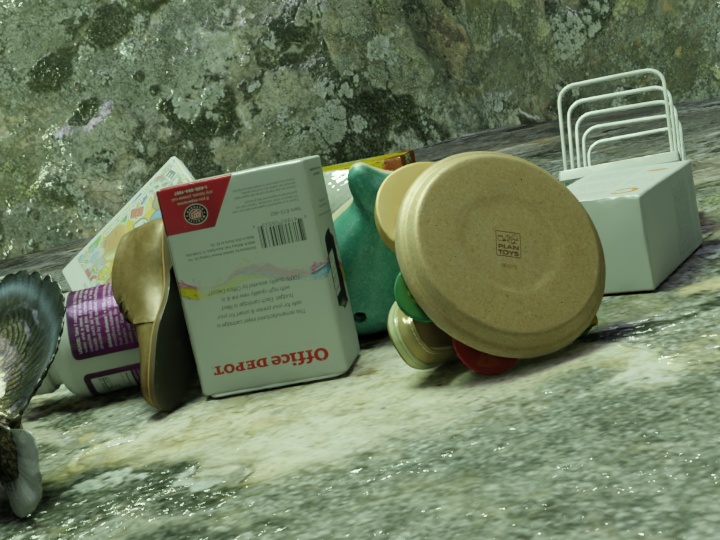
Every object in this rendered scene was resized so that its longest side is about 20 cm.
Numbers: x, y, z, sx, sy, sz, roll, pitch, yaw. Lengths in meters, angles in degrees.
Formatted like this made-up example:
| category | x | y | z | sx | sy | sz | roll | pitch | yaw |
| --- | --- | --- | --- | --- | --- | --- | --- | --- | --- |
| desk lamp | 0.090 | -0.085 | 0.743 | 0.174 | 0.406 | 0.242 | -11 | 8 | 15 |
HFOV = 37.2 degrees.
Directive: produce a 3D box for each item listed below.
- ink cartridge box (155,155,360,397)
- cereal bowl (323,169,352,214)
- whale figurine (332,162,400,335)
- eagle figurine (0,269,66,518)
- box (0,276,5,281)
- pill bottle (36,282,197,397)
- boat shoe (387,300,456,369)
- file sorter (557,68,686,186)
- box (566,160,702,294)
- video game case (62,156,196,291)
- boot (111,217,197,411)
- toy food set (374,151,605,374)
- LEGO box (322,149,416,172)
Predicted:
| category | x | y | z | sx | sy | sz | roll | pitch | yaw |
| --- | --- | --- | --- | --- | --- | --- | --- | --- | --- |
| ink cartridge box | -0.093 | 0.004 | 1.015 | 0.145 | 0.201 | 0.083 | -10 | 7 | 10 |
| cereal bowl | -0.004 | -0.042 | 1.363 | 0.199 | 0.084 | 0.200 | 2 | -27 | 1 |
| whale figurine | 0.007 | -0.014 | 1.075 | 0.158 | 0.200 | 0.104 | 10 | 46 | -8 |
| eagle figurine | -0.294 | 0.103 | 0.843 | 0.151 | 0.151 | 0.200 | -20 | 14 | 21 |
| box | -0.499 | 0.094 | 1.232 | 0.199 | 0.128 | 0.109 | -12 | 9 | -2 |
| pill bottle | -0.254 | 0.068 | 1.112 | 0.199 | 0.113 | 0.112 | -12 | 10 | -3 |
| boat shoe | 0.094 | 0.031 | 0.961 | 0.066 | 0.074 | 0.200 | -31 | -2 | 34 |
| file sorter | 0.333 | -0.147 | 1.337 | 0.138 | 0.125 | 0.200 | -8 | -18 | 21 |
| box | 0.273 | -0.046 | 1.137 | 0.124 | 0.098 | 0.200 | -6 | 11 | 33 |
| video game case | -0.245 | -0.011 | 1.237 | 0.200 | 0.023 | 0.182 | -44 | 50 | 6 |
| boot | -0.200 | 0.043 | 1.032 | 0.075 | 0.201 | 0.074 | -10 | -28 | 17 |
| toy food set | 0.117 | -0.011 | 0.915 | 0.199 | 0.199 | 0.049 | -7 | -22 | -21 |
| LEGO box | -0.010 | -0.078 | 1.527 | 0.199 | 0.150 | 0.077 | -9 | 10 | 21 |
